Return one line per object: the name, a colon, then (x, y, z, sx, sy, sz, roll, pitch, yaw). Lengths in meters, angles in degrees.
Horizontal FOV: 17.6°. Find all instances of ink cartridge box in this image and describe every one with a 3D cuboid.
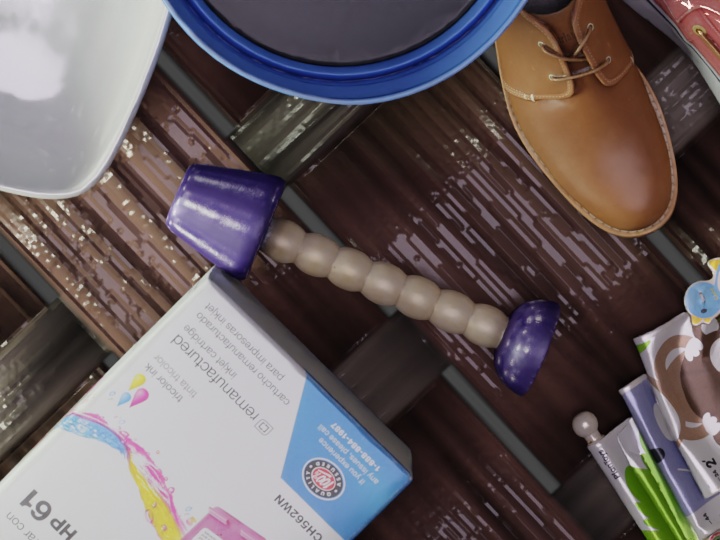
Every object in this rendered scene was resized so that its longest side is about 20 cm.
ink cartridge box: (-0.092, 0.119, 1.163, 0.145, 0.085, 0.200, 44, 95, -4)

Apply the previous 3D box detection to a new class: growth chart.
growth chart: (0.209, 0.064, 1.193, 0.200, 0.018, 0.145, -38, 93, 2)

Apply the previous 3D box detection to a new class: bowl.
bowl: (-0.008, -0.179, 1.085, 0.201, 0.039, 0.201, -1, 98, -6)
bowl: (-0.186, -0.151, 1.140, 0.200, 0.075, 0.200, 20, 100, -1)

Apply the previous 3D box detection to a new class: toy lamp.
toy lamp: (0.000, 0.000, 1.169, 0.200, 0.058, 0.058, 22, 95, -5)

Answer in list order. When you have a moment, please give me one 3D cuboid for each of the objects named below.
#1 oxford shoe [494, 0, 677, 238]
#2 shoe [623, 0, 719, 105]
oxford shoe: (0.101, -0.105, 1.152, 0.071, 0.071, 0.200, -26, 96, 2)
shoe: (0.190, -0.136, 1.129, 0.071, 0.091, 0.200, -41, 98, -27)
